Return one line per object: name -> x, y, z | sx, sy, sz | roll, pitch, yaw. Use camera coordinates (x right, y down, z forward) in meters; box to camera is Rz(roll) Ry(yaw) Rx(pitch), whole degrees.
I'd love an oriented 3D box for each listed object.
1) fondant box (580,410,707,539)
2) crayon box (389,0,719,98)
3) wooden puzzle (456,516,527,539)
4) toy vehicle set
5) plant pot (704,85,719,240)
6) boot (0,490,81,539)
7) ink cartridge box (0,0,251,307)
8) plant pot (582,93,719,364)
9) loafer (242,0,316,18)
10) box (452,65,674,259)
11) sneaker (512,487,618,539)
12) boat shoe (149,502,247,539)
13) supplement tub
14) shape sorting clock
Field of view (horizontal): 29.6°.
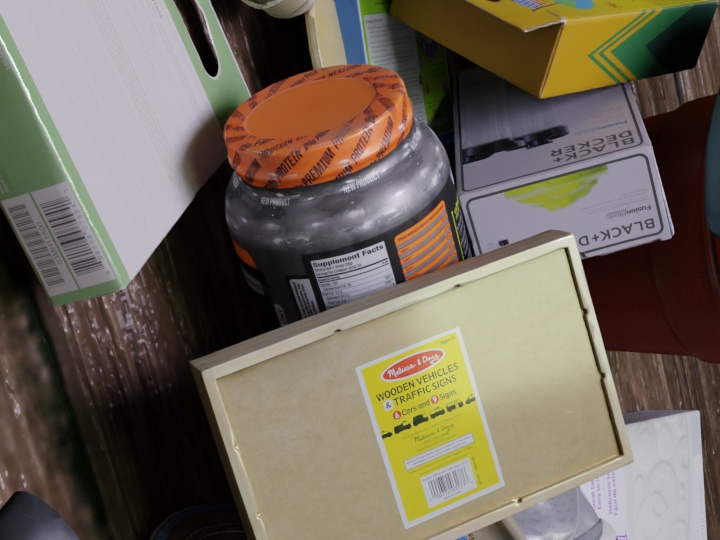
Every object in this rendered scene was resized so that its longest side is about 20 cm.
fondant box -> 0.199, 0.189, 1.055 | 0.199, 0.058, 0.146 | -2, 88, -50
crayon box -> 0.109, -0.159, 0.826 | 0.199, 0.127, 0.051 | -15, 131, -43
wooden puzzle -> 0.024, 0.211, 0.741 | 0.200, 0.046, 0.186 | -52, 142, -14
toy vehicle set -> 0.030, 0.070, 0.668 | 0.199, 0.026, 0.125 | -19, 101, -16
plant pot -> 0.279, -0.051, 0.790 | 0.200, 0.200, 0.135 | 26, 102, -46
boot -> -0.195, 0.161, 0.564 | 0.200, 0.065, 0.166 | -42, 127, -41
ink cartridge box -> -0.127, -0.095, 0.692 | 0.200, 0.048, 0.146 | -64, 136, -58
plant pot -> 0.201, -0.023, 0.969 | 0.200, 0.194, 0.203 | 8, 80, -50
loafer -> -0.083, -0.229, 0.741 | 0.068, 0.075, 0.201 | -32, 102, -46
box -> 0.120, -0.077, 0.849 | 0.200, 0.116, 0.060 | -83, 156, -61
sneaker -> 0.072, 0.175, 0.906 | 0.199, 0.075, 0.116 | -19, 76, -37
boat shoe -> -0.032, 0.172, 0.759 | 0.199, 0.072, 0.073 | 21, 71, -48
supplement tub -> 0.000, 0.000, 0.742 | 0.123, 0.122, 0.201 | -47, 132, -42
shape sorting clock -> 0.013, -0.137, 0.859 | 0.200, 0.039, 0.202 | -4, 90, -65
